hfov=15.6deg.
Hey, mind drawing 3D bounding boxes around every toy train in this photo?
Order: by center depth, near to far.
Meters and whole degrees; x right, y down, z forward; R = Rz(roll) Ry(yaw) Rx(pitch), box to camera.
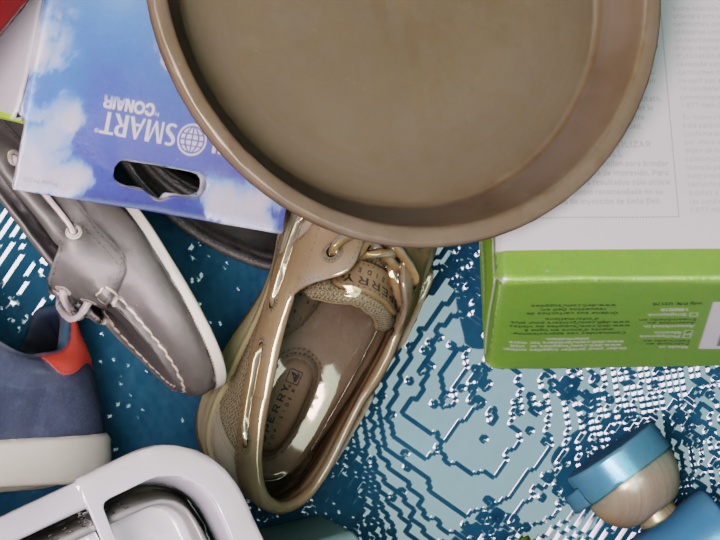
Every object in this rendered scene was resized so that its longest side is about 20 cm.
[{"bbox_3d":[0.074,0.159,1.046,0.200,0.085,0.116,-36,83,0],"label":"toy train"}]

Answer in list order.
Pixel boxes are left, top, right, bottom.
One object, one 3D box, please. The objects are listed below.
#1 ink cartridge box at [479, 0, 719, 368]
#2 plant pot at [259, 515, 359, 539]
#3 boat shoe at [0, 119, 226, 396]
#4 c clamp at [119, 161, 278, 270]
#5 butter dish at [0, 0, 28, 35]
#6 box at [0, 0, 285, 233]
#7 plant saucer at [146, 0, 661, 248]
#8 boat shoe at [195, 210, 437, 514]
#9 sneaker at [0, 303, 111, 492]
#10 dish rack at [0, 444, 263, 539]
[{"bbox_3d":[0.119,-0.068,1.042,0.147,0.076,0.201,0,62,-2],"label":"ink cartridge box"},{"bbox_3d":[-0.071,0.186,1.012,0.199,0.141,0.142,-29,93,-8],"label":"plant pot"},{"bbox_3d":[-0.126,-0.027,1.030,0.057,0.067,0.200,-32,86,-15],"label":"boat shoe"},{"bbox_3d":[-0.044,-0.106,1.046,0.170,0.027,0.201,15,94,-17],"label":"c clamp"},{"bbox_3d":[-0.193,-0.113,0.919,0.199,0.148,0.200,-44,62,-1],"label":"butter dish"},{"bbox_3d":[-0.068,-0.123,0.986,0.121,0.048,0.201,9,95,-31],"label":"box"},{"bbox_3d":[0.015,-0.106,0.962,0.199,0.029,0.201,3,82,-18],"label":"plant saucer"},{"bbox_3d":[0.000,0.000,1.030,0.071,0.065,0.201,18,97,-23],"label":"boat shoe"},{"bbox_3d":[-0.187,0.045,1.000,0.199,0.075,0.085,0,83,-43],"label":"sneaker"},{"bbox_3d":[-0.109,0.170,0.901,0.199,0.044,0.172,-24,93,-26],"label":"dish rack"}]
